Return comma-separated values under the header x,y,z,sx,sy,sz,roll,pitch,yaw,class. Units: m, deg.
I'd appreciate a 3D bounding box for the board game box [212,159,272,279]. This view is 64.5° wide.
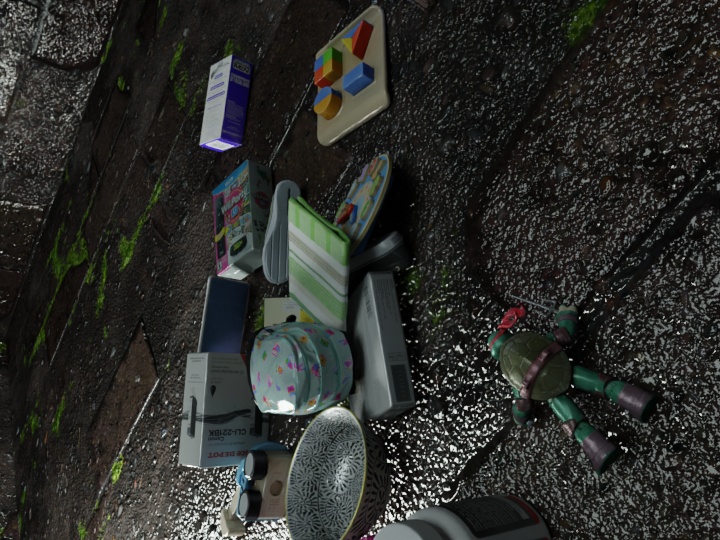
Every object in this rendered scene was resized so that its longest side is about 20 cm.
x,y,z,sx,sy,sz,roll,pitch,yaw,class
-0.244,-0.103,1.195,0.147,0.064,0.202,-29,60,41,board game box

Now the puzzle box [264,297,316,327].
x,y,z,sx,sy,sz,roll,pitch,yaw,class
-0.109,0.115,1.023,0.199,0.025,0.135,-3,84,48,puzzle box

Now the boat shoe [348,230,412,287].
x,y,z,sx,sy,sz,roll,pitch,yaw,class
0.000,0.000,0.909,0.199,0.069,0.057,-26,102,45,boat shoe

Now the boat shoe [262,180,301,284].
x,y,z,sx,sy,sz,roll,pitch,yaw,class
-0.148,-0.071,1.101,0.062,0.071,0.202,157,122,-70,boat shoe

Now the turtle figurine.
x,y,z,sx,sy,sz,roll,pitch,yaw,class
0.207,0.116,0.629,0.200,0.100,0.151,39,110,39,turtle figurine

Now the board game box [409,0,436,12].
x,y,z,sx,sy,sz,roll,pitch,yaw,class
0.100,-0.549,0.897,0.200,0.096,0.160,-51,48,28,board game box

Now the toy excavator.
x,y,z,sx,sy,sz,roll,pitch,yaw,class
-0.188,0.396,1.018,0.199,0.099,0.197,-3,77,61,toy excavator

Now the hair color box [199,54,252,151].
x,y,z,sx,sy,sz,roll,pitch,yaw,class
-0.319,-0.394,1.358,0.109,0.064,0.202,1,84,49,hair color box

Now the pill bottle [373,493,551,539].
x,y,z,sx,sy,sz,roll,pitch,yaw,class
0.109,0.308,0.610,0.113,0.199,0.115,-14,70,45,pill bottle

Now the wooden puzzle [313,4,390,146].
x,y,z,sx,sy,sz,roll,pitch,yaw,class
-0.028,-0.353,1.033,0.184,0.046,0.202,-22,65,43,wooden puzzle

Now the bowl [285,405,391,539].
x,y,z,sx,sy,sz,roll,pitch,yaw,class
-0.017,0.305,0.818,0.200,0.094,0.202,-39,38,40,bowl

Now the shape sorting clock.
x,y,z,sx,sy,sz,roll,pitch,yaw,class
-0.009,-0.094,0.905,0.201,0.039,0.201,-56,21,34,shape sorting clock

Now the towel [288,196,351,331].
x,y,z,sx,sy,sz,roll,pitch,yaw,class
-0.061,0.001,0.885,0.149,0.031,0.201,39,139,35,towel

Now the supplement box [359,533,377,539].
x,y,z,sx,sy,sz,roll,pitch,yaw,class
0.043,0.449,0.727,0.103,0.101,0.201,-42,52,34,supplement box

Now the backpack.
x,y,z,sx,sy,sz,roll,pitch,yaw,class
-0.096,0.156,0.883,0.199,0.126,0.169,-14,89,52,backpack

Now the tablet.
x,y,z,sx,sy,sz,roll,pitch,yaw,class
-0.278,0.117,1.147,0.014,0.130,0.202,4,84,25,tablet

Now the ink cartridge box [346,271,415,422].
x,y,z,sx,sy,sz,roll,pitch,yaw,class
0.018,0.128,0.876,0.174,0.043,0.202,125,140,-60,ink cartridge box

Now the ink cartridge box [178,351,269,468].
x,y,z,sx,sy,sz,roll,pitch,yaw,class
-0.249,0.258,1.065,0.083,0.143,0.202,-9,75,46,ink cartridge box
